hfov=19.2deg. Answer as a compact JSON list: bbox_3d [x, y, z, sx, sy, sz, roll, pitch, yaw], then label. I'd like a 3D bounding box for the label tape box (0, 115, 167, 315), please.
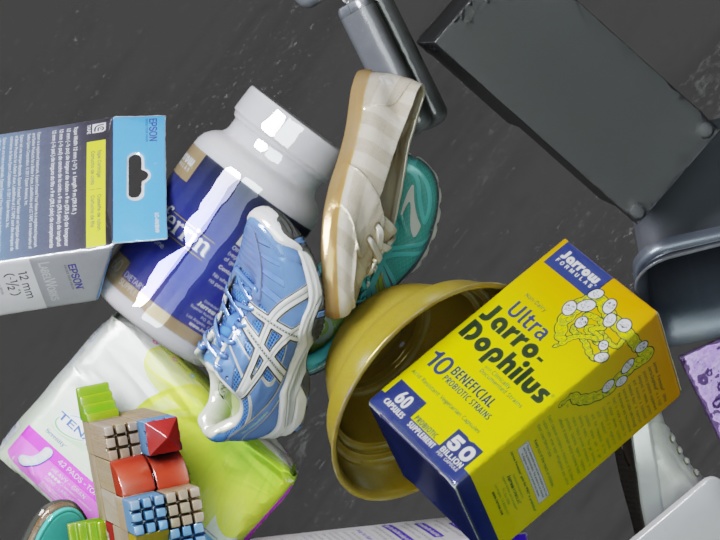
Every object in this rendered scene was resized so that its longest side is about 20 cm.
[{"bbox_3d":[-0.242,-0.041,1.644,0.199,0.066,0.144,-7,47,1],"label":"label tape box"}]

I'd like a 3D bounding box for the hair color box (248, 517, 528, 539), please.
[{"bbox_3d":[0.021,0.232,1.638,0.199,0.109,0.065,-6,93,-12],"label":"hair color box"}]

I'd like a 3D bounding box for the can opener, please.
[{"bbox_3d":[-0.005,-0.194,1.686,0.067,0.053,0.201,-25,91,35],"label":"can opener"}]

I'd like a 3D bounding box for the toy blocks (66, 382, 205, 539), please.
[{"bbox_3d":[-0.154,0.183,1.569,0.100,0.137,0.201,-10,93,-20],"label":"toy blocks"}]

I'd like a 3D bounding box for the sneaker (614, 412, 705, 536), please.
[{"bbox_3d":[0.252,0.171,1.675,0.084,0.073,0.201,-15,101,-4],"label":"sneaker"}]

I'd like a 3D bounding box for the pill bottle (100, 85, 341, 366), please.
[{"bbox_3d":[-0.105,-0.036,1.653,0.116,0.116,0.200,36,92,0],"label":"pill bottle"}]

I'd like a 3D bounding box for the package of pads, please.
[{"bbox_3d":[-0.163,0.147,1.683,0.200,0.068,0.155,41,93,0],"label":"package of pads"}]

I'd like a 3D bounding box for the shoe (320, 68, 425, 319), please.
[{"bbox_3d":[0.007,-0.059,1.610,0.053,0.070,0.201,7,73,10],"label":"shoe"}]

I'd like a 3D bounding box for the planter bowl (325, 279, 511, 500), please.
[{"bbox_3d":[0.034,0.072,1.645,0.201,0.200,0.083,-51,54,3],"label":"planter bowl"}]

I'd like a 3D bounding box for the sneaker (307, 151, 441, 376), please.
[{"bbox_3d":[0.000,0.000,1.668,0.077,0.080,0.200,31,92,1],"label":"sneaker"}]

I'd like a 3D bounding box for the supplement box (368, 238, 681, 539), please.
[{"bbox_3d":[0.124,0.094,1.591,0.200,0.110,0.109,-39,51,-12],"label":"supplement box"}]

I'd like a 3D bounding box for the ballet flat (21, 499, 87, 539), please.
[{"bbox_3d":[-0.245,0.264,1.671,0.068,0.068,0.201,-14,114,-33],"label":"ballet flat"}]

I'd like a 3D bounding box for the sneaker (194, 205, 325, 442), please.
[{"bbox_3d":[-0.078,0.047,1.590,0.077,0.076,0.201,-15,123,-32],"label":"sneaker"}]

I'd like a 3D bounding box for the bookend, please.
[{"bbox_3d":[0.150,-0.141,1.607,0.200,0.199,0.092,41,93,-5],"label":"bookend"}]

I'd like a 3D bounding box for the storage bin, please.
[{"bbox_3d":[0.295,-0.039,1.634,0.199,0.146,0.135,-12,55,3],"label":"storage bin"}]

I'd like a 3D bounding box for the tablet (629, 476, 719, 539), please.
[{"bbox_3d":[0.276,0.260,1.656,0.130,0.014,0.200,-40,118,2],"label":"tablet"}]

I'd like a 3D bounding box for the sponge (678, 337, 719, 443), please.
[{"bbox_3d":[0.344,0.134,1.686,0.111,0.030,0.201,-26,91,3],"label":"sponge"}]
